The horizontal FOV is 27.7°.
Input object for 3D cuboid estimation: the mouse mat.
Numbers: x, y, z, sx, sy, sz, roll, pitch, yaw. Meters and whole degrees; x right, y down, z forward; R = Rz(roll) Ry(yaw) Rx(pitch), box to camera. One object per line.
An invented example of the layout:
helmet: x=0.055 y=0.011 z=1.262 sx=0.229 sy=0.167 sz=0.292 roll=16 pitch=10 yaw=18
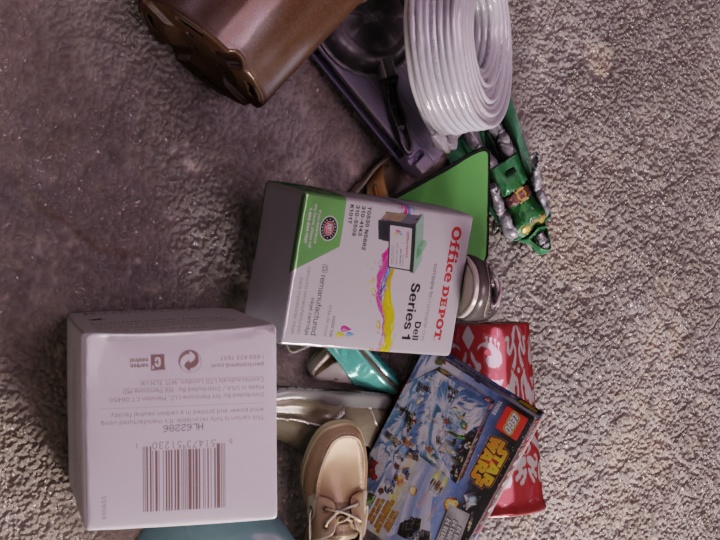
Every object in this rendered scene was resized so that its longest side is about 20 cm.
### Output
mouse mat: x=0.066 y=-0.030 z=1.544 sx=0.199 sy=0.008 sz=0.162 roll=-30 pitch=136 yaw=-31

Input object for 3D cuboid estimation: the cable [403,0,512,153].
cable: x=0.098 y=-0.234 z=1.444 sx=0.200 sy=0.069 sz=0.201 roll=44 pitch=50 yaw=-63

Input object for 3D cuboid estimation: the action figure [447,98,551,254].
action figure: x=0.163 y=-0.105 z=1.619 sx=0.118 sy=0.055 sz=0.201 roll=-34 pitch=107 yaw=-16

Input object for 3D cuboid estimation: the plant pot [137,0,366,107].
plant pot: x=-0.092 y=-0.275 z=1.368 sx=0.200 sy=0.200 sz=0.199 roll=43 pitch=78 yaw=-28

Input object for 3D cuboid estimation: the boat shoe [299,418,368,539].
boat shoe: x=-0.021 y=0.246 z=1.466 sx=0.071 sy=0.065 sz=0.201 roll=-5 pitch=114 yaw=-20

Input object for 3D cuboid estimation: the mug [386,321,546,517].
mug: x=0.114 y=0.157 z=1.557 sx=0.177 sy=0.133 sz=0.202 roll=0 pitch=89 yaw=-36

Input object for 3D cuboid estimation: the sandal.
sandal: x=0.034 y=-0.072 z=1.532 sx=0.080 sy=0.054 sz=0.200 roll=44 pitch=73 yaw=-27

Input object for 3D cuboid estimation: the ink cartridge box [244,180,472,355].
ink cartridge box: x=0.000 y=0.000 z=1.412 sx=0.199 sy=0.084 sz=0.146 roll=6 pitch=96 yaw=-33

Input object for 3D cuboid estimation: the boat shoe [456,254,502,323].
boat shoe: x=0.120 y=0.021 z=1.501 sx=0.057 sy=0.200 sz=0.067 roll=5 pitch=86 yaw=-7

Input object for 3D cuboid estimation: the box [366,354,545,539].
box: x=0.082 y=0.197 z=1.493 sx=0.201 sy=0.136 sz=0.040 roll=-63 pitch=161 yaw=13

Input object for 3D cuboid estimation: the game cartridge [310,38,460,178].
game cartridge: x=0.035 y=-0.212 z=1.520 sx=0.200 sy=0.038 sz=0.130 roll=50 pitch=60 yaw=-11

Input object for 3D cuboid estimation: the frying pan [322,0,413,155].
frying pan: x=0.007 y=-0.218 z=1.476 sx=0.114 sy=0.031 sz=0.192 roll=6 pitch=76 yaw=-25

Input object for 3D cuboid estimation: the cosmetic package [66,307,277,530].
cosmetic package: x=-0.172 y=0.124 z=1.292 sx=0.166 sy=0.200 sz=0.168 roll=-2 pitch=93 yaw=-15

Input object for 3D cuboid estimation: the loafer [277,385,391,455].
loafer: x=-0.051 y=0.153 z=1.473 sx=0.199 sy=0.075 sz=0.070 roll=6 pitch=84 yaw=-35

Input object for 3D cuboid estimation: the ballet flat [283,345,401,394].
ballet flat: x=-0.040 y=0.069 z=1.494 sx=0.070 sy=0.067 sz=0.200 roll=-39 pitch=115 yaw=0

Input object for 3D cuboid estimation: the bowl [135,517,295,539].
bowl: x=-0.122 y=0.319 z=1.416 sx=0.200 sy=0.105 sz=0.202 roll=-3 pitch=95 yaw=-35
